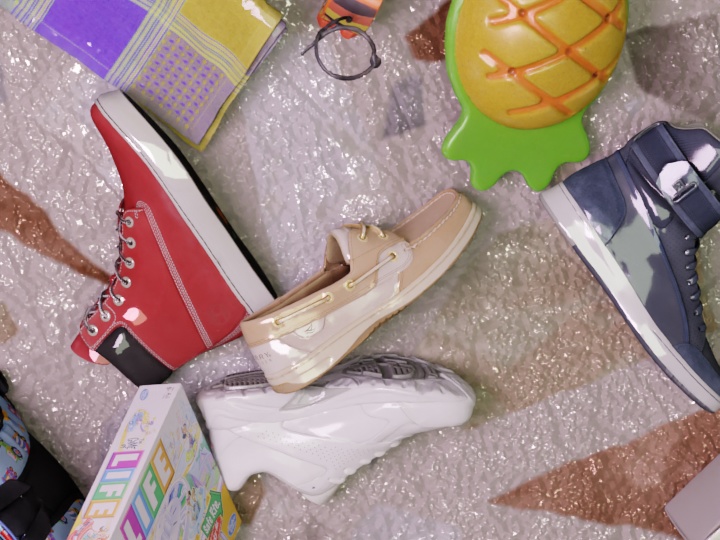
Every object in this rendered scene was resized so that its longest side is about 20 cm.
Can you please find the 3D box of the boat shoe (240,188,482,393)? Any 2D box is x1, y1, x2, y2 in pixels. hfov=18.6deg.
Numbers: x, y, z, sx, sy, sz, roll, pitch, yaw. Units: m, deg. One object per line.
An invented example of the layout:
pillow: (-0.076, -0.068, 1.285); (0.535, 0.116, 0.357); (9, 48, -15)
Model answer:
boat shoe: (0.000, 0.000, 1.542); (0.200, 0.074, 0.069); (-42, 105, -19)

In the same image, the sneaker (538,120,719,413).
sneaker: (0.242, -0.011, 1.572); (0.146, 0.077, 0.203); (-35, 97, 4)

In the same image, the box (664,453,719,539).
box: (0.331, 0.217, 1.582); (0.109, 0.128, 0.200); (-44, 97, 4)

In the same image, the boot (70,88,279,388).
boot: (-0.166, -0.015, 1.548); (0.144, 0.072, 0.200); (-31, 107, 3)

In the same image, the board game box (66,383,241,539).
board game box: (-0.144, 0.193, 1.490); (0.034, 0.200, 0.135); (-5, 127, 22)

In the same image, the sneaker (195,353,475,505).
sneaker: (-0.014, 0.117, 1.584); (0.199, 0.078, 0.100); (-5, 105, 6)

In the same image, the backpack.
backpack: (-0.259, 0.179, 1.507); (0.134, 0.200, 0.183); (-39, 99, 2)

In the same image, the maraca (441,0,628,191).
maraca: (0.120, -0.149, 1.535); (0.136, 0.107, 0.201); (1, 114, -18)

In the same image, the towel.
towel: (-0.157, -0.182, 1.515); (0.200, 0.023, 0.144); (37, 132, -7)

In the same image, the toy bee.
toy bee: (-0.002, -0.213, 1.531); (0.131, 0.109, 0.200); (44, 68, 0)
